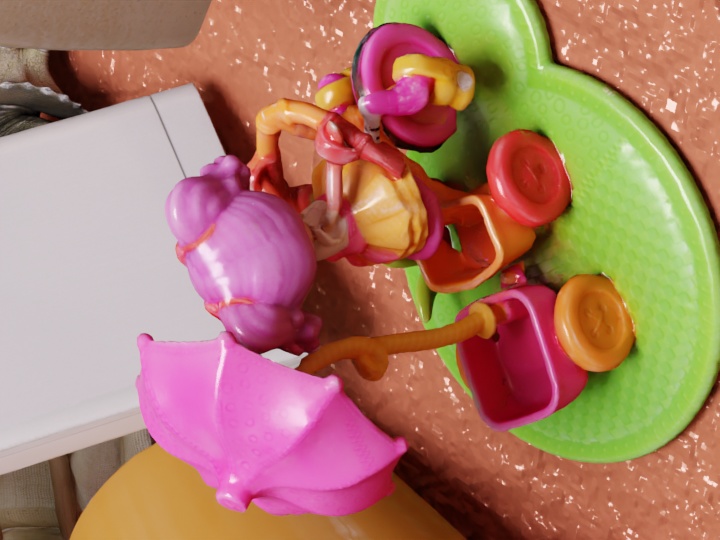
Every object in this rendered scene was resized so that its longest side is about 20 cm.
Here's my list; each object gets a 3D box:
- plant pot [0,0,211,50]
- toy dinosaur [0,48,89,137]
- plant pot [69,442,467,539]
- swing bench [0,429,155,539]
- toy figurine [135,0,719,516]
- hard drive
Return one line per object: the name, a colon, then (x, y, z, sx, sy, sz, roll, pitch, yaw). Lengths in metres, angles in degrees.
plant pot: (-0.148, -0.190, 0.880, 0.200, 0.177, 0.200, 43, 128, 24)
toy dinosaur: (-0.112, -0.017, 1.110, 0.200, 0.077, 0.102, 47, 142, 25)
plant pot: (-0.017, 0.155, 1.021, 0.183, 0.200, 0.200, 55, 140, 37)
swing bench: (-0.176, 0.122, 1.095, 0.130, 0.200, 0.199, 23, 145, 18)
toy figurine: (0.000, 0.000, 0.921, 0.150, 0.184, 0.200, -22, 90, 48)
hard drive: (-0.135, 0.011, 1.030, 0.027, 0.200, 0.132, 94, 155, -59)
